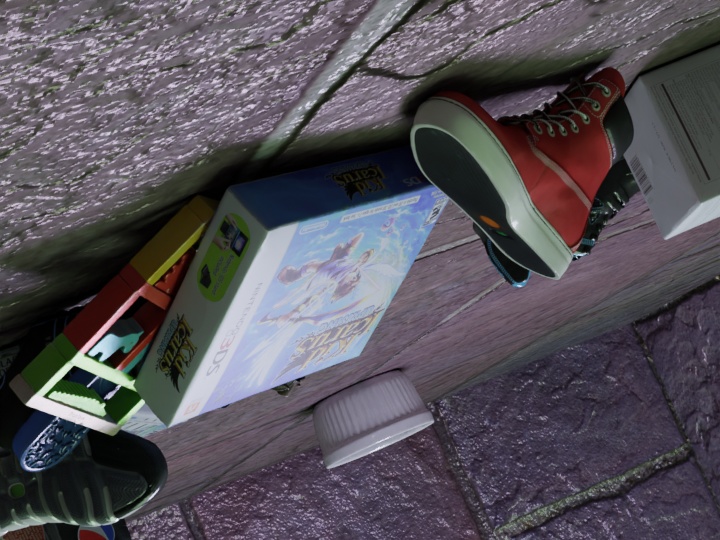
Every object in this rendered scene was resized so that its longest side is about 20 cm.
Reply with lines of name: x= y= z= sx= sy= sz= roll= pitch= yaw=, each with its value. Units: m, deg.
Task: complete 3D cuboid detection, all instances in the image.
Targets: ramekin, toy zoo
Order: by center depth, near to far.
toy zoo: x=-0.126 y=0.023 z=0.964 sx=0.200 sy=0.020 sz=0.131 roll=-45 pitch=158 yaw=1
ramekin: x=0.013 y=0.247 z=2.460 sx=0.200 sy=0.105 sz=0.200 roll=-23 pitch=170 yaw=-4

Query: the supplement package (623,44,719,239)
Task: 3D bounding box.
supplement package: x=0.319 y=-0.122 z=1.160 sx=0.199 sy=0.114 sz=0.110 roll=-22 pitch=169 yaw=-8

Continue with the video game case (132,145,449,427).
video game case: x=-0.040 y=0.007 z=0.994 sx=0.200 sy=0.045 sz=0.182 roll=-17 pitch=147 yaw=-47

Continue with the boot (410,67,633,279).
boot: x=0.117 y=-0.099 z=0.983 sx=0.145 sy=0.072 sz=0.200 roll=-59 pitch=142 yaw=-9

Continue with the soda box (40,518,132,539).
soda box: x=-0.262 y=0.215 z=1.342 sx=0.063 sy=0.201 sz=0.071 roll=-17 pitch=168 yaw=-26

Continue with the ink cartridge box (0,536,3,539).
ink cartridge box: x=-0.366 y=0.228 z=1.233 sx=0.104 sy=0.059 sz=0.200 roll=-40 pitch=-152 yaw=-11

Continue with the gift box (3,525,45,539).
gift box: x=-0.390 y=0.271 z=1.428 sx=0.199 sy=0.185 sz=0.187 roll=-20 pitch=164 yaw=-22

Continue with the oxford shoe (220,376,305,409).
oxford shoe: x=-0.064 y=0.074 z=1.407 sx=0.200 sy=0.085 sz=0.073 roll=-28 pitch=168 yaw=16

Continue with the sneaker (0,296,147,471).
sneaker: x=-0.188 y=0.048 z=1.037 sx=0.200 sy=0.078 sz=0.070 roll=-43 pitch=154 yaw=-11

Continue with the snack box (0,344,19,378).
snack box: x=-0.208 y=0.076 z=1.159 sx=0.199 sy=0.053 sz=0.142 roll=-19 pitch=169 yaw=-14

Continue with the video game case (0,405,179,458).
video game case: x=-0.252 y=0.140 z=1.186 sx=0.182 sy=0.022 sz=0.200 roll=-20 pitch=170 yaw=7

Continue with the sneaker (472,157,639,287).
sneaker: x=0.209 y=-0.054 z=1.365 sx=0.199 sy=0.082 sz=0.073 roll=-25 pitch=169 yaw=4

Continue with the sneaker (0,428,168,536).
sneaker: x=-0.214 y=0.154 z=1.111 sx=0.199 sy=0.075 sz=0.115 roll=-13 pitch=176 yaw=23
